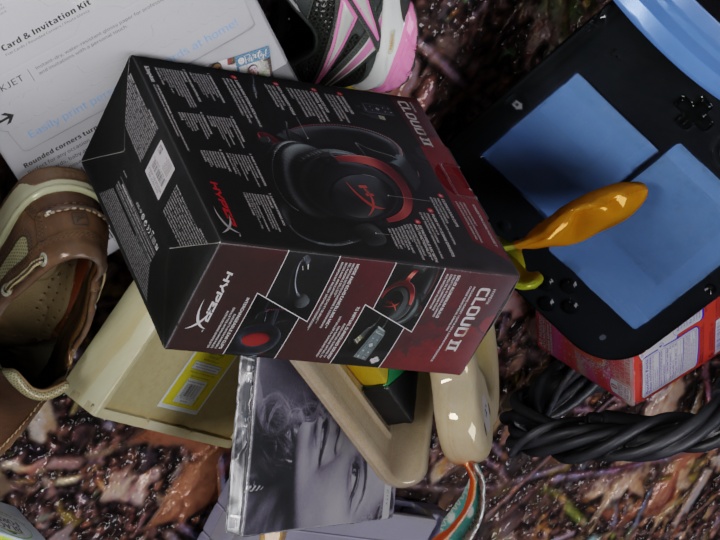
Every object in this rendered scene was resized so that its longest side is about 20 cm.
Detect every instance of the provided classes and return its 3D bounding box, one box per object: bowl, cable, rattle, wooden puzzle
[{"bbox_3d":[0.193,-0.166,1.592,0.039,0.201,0.200,-44,144,24],"label":"bowl"},{"bbox_3d":[0.184,0.084,1.798,0.200,0.163,0.051,-25,119,-26],"label":"cable"},{"bbox_3d":[0.099,0.060,1.585,0.142,0.200,0.130,-2,151,-5],"label":"rattle"},{"bbox_3d":[0.000,0.000,1.571,0.200,0.037,0.185,49,38,-48],"label":"wooden puzzle"}]

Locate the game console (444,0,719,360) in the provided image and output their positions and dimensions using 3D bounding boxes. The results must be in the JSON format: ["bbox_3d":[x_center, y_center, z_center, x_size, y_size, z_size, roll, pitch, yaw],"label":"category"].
[{"bbox_3d":[0.151,-0.047,1.627,0.177,0.031,0.200,40,128,-13],"label":"game console"}]

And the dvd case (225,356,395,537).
[{"bbox_3d":[-0.020,0.074,1.599,0.200,0.016,0.149,4,91,-65],"label":"dvd case"}]

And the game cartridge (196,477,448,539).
[{"bbox_3d":[-0.037,0.199,1.777,0.200,0.038,0.130,13,113,-47],"label":"game cartridge"}]

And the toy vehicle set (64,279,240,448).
[{"bbox_3d":[-0.084,0.035,1.563,0.124,0.026,0.200,-55,159,4],"label":"toy vehicle set"}]

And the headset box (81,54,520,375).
[{"bbox_3d":[-0.023,-0.026,1.421,0.200,0.149,0.075,6,129,-33],"label":"headset box"}]

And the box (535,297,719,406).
[{"bbox_3d":[0.172,-0.031,1.737,0.100,0.095,0.200,-30,133,-29],"label":"box"}]

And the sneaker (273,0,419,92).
[{"bbox_3d":[-0.015,-0.177,1.482,0.086,0.080,0.200,-13,123,-22],"label":"sneaker"}]

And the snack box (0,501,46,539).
[{"bbox_3d":[-0.281,0.176,1.517,0.200,0.053,0.142,27,100,-50],"label":"snack box"}]

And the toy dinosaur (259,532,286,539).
[{"bbox_3d":[-0.047,0.126,1.661,0.106,0.060,0.201,-15,114,-59],"label":"toy dinosaur"}]

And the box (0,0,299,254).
[{"bbox_3d":[-0.122,-0.107,1.431,0.156,0.041,0.200,-29,139,-1],"label":"box"}]

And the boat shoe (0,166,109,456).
[{"bbox_3d":[-0.184,0.042,1.460,0.075,0.075,0.203,3,131,-26],"label":"boat shoe"}]
